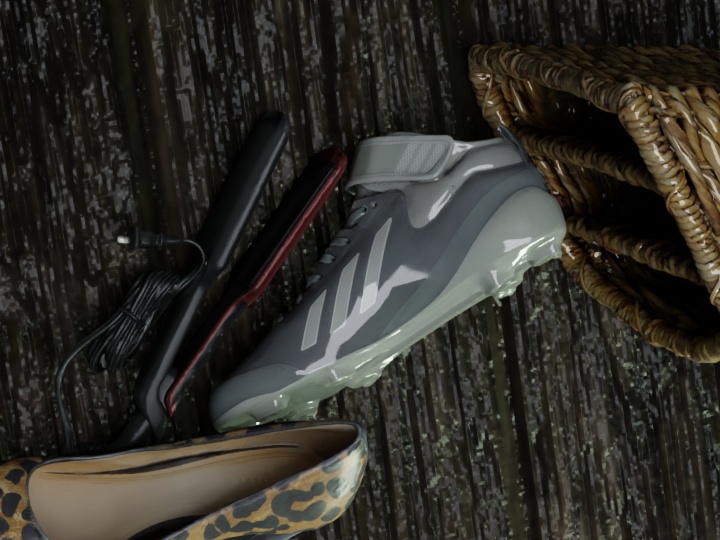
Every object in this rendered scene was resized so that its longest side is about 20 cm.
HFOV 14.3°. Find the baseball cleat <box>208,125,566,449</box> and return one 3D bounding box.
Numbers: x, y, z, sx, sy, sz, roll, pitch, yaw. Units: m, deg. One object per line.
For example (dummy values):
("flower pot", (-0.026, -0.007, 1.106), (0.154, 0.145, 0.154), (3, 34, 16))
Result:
("baseball cleat", (0.000, 0.000, 1.408), (0.200, 0.070, 0.107), (-30, 77, 2))

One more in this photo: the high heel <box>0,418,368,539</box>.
("high heel", (-0.099, 0.095, 1.337), (0.200, 0.071, 0.143), (12, 140, -39))

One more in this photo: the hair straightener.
("hair straightener", (-0.092, 0.006, 1.387), (0.077, 0.041, 0.200), (34, 93, -23))

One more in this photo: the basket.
("basket", (0.143, -0.030, 1.374), (0.149, 0.200, 0.143), (0, 101, -22))
